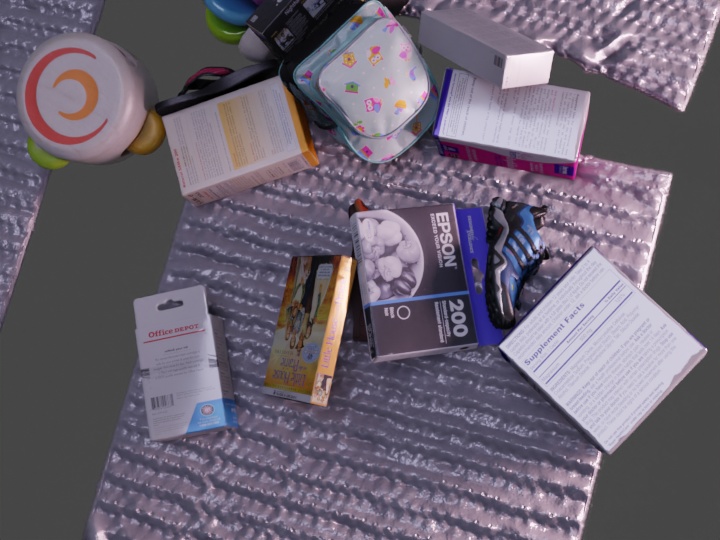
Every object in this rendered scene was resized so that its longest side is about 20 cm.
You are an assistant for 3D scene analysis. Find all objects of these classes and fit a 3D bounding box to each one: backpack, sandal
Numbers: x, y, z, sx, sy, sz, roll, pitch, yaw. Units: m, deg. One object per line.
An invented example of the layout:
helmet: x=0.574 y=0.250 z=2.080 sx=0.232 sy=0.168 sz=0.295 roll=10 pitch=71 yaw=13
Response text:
backpack: x=0.014 y=-0.251 z=1.493 sx=0.176 sy=0.200 sz=0.153 roll=-44 pitch=31 yaw=-6
sandal: x=-0.211 y=-0.276 z=1.593 sx=0.199 sy=0.075 sz=0.045 roll=-24 pitch=87 yaw=-10

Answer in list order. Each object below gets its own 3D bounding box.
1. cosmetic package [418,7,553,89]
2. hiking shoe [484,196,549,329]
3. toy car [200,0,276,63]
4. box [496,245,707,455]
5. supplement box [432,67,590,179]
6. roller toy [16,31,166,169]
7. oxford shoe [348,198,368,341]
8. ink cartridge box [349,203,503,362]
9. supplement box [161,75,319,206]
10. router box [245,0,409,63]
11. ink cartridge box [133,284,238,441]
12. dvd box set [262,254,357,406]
cosmetic package: x=0.167 y=-0.305 z=1.484 sx=0.082 sy=0.051 sz=0.200 roll=-13 pitch=34 yaw=-27
hiking shoe: x=0.211 y=-0.014 z=1.456 sx=0.086 sy=0.075 sz=0.202 roll=3 pitch=60 yaw=4
toy car: x=-0.147 y=-0.418 z=1.576 sx=0.199 sy=0.150 sz=0.176 roll=-37 pitch=76 yaw=2
box: x=0.311 y=0.107 z=1.421 sx=0.184 sy=0.105 sz=0.200 roll=-46 pitch=76 yaw=1
supplement box: x=0.209 y=-0.202 z=1.498 sx=0.198 sy=0.101 sz=0.104 roll=10 pitch=82 yaw=12
roller toy: x=-0.394 y=-0.249 z=1.597 sx=0.198 sy=0.140 sz=0.184 roll=-10 pitch=89 yaw=10
oxford shoe: x=0.000 y=0.000 z=1.518 sx=0.072 sy=0.071 sz=0.202 roll=-13 pitch=78 yaw=14
ink cartridge box: x=0.096 y=0.012 z=1.470 sx=0.198 sy=0.043 sz=0.200 roll=-6 pitch=80 yaw=-16
supplement box: x=-0.174 y=-0.188 z=1.579 sx=0.198 sy=0.074 sz=0.127 roll=-17 pitch=78 yaw=7
router box: x=-0.044 y=-0.368 z=1.544 sx=0.200 sy=0.157 sz=0.052 roll=-48 pitch=47 yaw=-2
ink cartridge box: x=-0.248 y=0.132 z=1.539 sx=0.115 sy=0.067 sz=0.202 roll=-11 pitch=79 yaw=9
dvd box set: x=-0.072 y=0.079 z=1.488 sx=0.029 sy=0.146 sz=0.202 roll=17 pitch=82 yaw=-30
